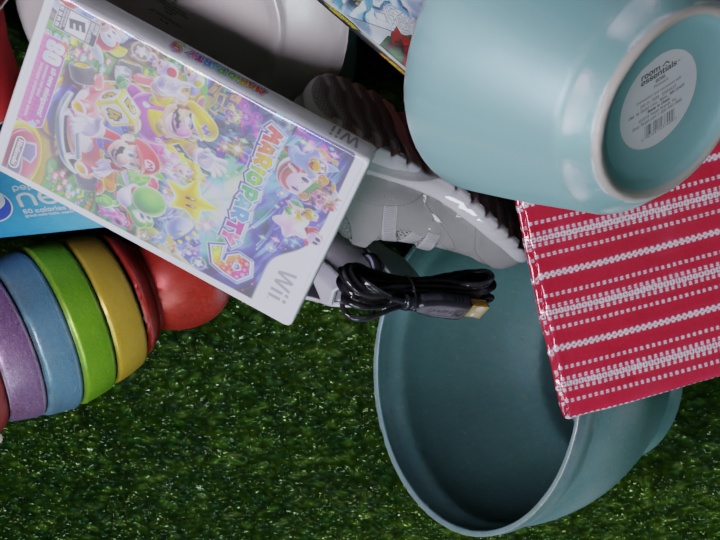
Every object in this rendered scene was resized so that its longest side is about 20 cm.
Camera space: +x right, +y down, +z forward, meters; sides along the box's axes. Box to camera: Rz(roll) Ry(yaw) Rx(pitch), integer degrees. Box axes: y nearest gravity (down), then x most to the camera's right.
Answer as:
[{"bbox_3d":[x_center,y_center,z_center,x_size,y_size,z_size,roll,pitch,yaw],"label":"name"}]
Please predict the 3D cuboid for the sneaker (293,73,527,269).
[{"bbox_3d":[0.019,-0.048,1.452,0.199,0.075,0.082,28,125,-37],"label":"sneaker"}]

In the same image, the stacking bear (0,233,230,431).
[{"bbox_3d":[-0.174,0.023,1.572,0.199,0.114,0.122,-24,140,-20],"label":"stacking bear"}]

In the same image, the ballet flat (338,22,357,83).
[{"bbox_3d":[-0.028,-0.100,1.476,0.068,0.068,0.201,5,133,15],"label":"ballet flat"}]

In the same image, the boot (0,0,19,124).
[{"bbox_3d":[-0.196,-0.166,1.368,0.143,0.073,0.201,-4,130,21],"label":"boot"}]

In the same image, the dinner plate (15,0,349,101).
[{"bbox_3d":[-0.105,-0.147,1.396,0.199,0.024,0.201,7,124,10],"label":"dinner plate"}]

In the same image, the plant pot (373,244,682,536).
[{"bbox_3d":[0.121,0.065,1.585,0.134,0.201,0.200,-1,150,-37],"label":"plant pot"}]

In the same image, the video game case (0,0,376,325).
[{"bbox_3d":[-0.103,-0.064,1.394,0.199,0.018,0.144,28,133,1],"label":"video game case"}]

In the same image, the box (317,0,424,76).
[{"bbox_3d":[0.023,-0.194,1.303,0.200,0.040,0.137,38,89,-35],"label":"box"}]

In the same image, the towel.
[{"bbox_3d":[0.162,-0.027,1.452,0.144,0.022,0.201,-15,100,-12],"label":"towel"}]

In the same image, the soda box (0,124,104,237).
[{"bbox_3d":[-0.192,-0.068,1.524,0.199,0.064,0.068,-6,141,12],"label":"soda box"}]

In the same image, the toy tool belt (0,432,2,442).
[{"bbox_3d":[-0.328,0.052,1.642,0.199,0.123,0.125,11,141,-8],"label":"toy tool belt"}]

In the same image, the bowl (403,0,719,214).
[{"bbox_3d":[0.131,-0.110,1.320,0.200,0.105,0.202,-28,136,-31],"label":"bowl"}]

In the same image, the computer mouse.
[{"bbox_3d":[0.000,0.000,1.552,0.109,0.044,0.200,-2,-174,-25],"label":"computer mouse"}]
